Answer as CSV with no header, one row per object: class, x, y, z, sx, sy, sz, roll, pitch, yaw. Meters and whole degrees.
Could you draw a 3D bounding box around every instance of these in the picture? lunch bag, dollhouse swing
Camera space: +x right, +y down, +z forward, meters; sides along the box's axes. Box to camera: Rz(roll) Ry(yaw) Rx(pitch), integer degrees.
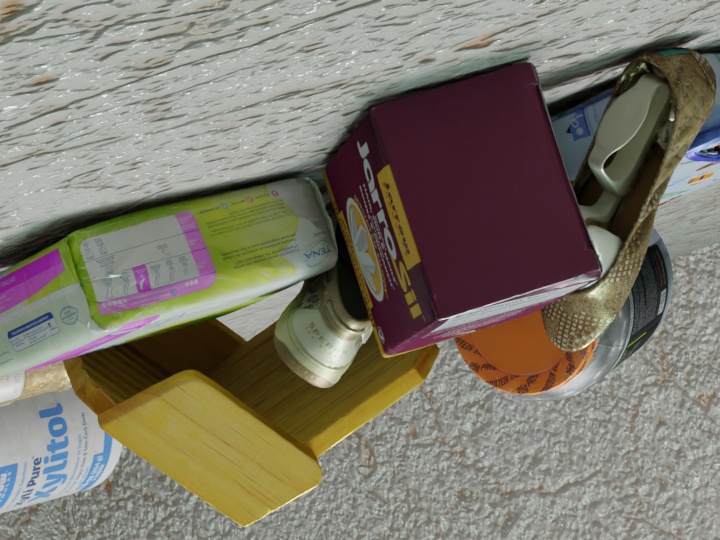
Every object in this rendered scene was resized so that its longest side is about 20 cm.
lunch bag,0.214,-0.093,1.569,0.160,0.076,0.200,-23,174,30
dollhouse swing,-0.081,0.043,1.603,0.176,0.182,0.200,-48,-154,7

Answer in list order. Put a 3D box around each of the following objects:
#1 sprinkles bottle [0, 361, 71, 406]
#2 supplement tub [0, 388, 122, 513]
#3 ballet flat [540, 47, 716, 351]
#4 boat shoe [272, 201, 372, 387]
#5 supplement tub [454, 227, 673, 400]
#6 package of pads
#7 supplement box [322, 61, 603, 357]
sprinkles bottle,-0.299,0.074,1.682,0.200,0.068,0.068,-13,174,-40
supplement tub,-0.314,0.143,2.017,0.132,0.132,0.200,-21,174,39
ballet flat,0.149,-0.047,1.428,0.070,0.200,0.065,26,-173,36
boat shoe,0.000,0.000,1.552,0.063,0.073,0.200,-45,-164,33
supplement tub,0.136,0.019,1.600,0.122,0.123,0.200,-19,-178,20
package of pads,-0.131,0.003,1.477,0.200,0.068,0.154,-16,176,-39
supplement box,0.055,-0.030,1.390,0.103,0.131,0.200,-16,174,-11
